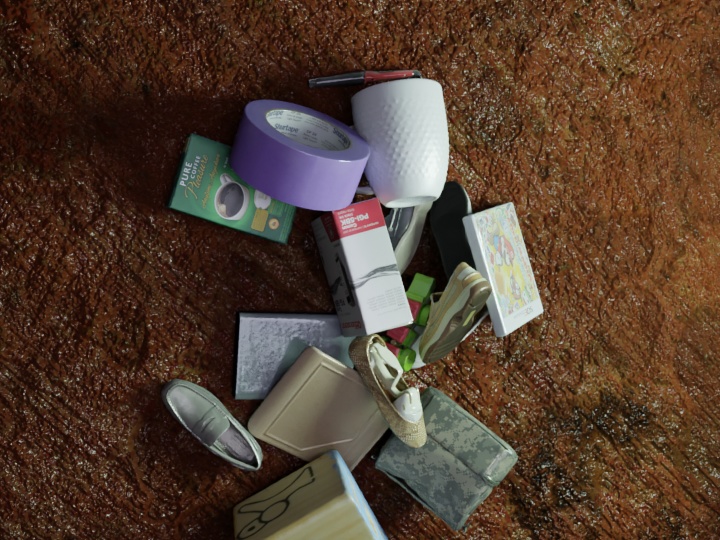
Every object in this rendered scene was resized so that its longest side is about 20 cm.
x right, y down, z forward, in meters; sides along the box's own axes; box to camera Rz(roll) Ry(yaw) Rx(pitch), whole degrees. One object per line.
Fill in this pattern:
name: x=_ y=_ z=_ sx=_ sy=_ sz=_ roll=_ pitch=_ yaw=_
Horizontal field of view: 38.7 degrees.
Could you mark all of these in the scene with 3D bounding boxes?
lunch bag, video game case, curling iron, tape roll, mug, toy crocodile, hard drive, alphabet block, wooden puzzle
lunch bag: x=0.138 y=0.311 z=1.699 sx=0.200 sy=0.139 sz=0.168 roll=38 pitch=86 yaw=14
video game case: x=0.241 y=-0.006 z=1.710 sx=0.182 sy=0.023 sz=0.202 roll=-20 pitch=93 yaw=-59
curling iron: x=0.012 y=-0.305 z=1.671 sx=0.198 sy=0.026 sz=0.050 roll=-2 pitch=93 yaw=-19
tape roll: x=-0.091 y=-0.175 z=1.543 sx=0.198 sy=0.200 sz=0.085 roll=13 pitch=117 yaw=-20
mug: x=0.045 y=-0.190 z=1.630 sx=0.198 sy=0.147 sz=0.177 roll=-11 pitch=82 yaw=24
toy crocodile: x=0.071 y=0.100 z=1.704 sx=0.201 sy=0.067 sz=0.062 roll=-65 pitch=154 yaw=-4
hard drive: x=-0.109 y=0.139 z=1.675 sx=0.198 sy=0.033 sz=0.141 roll=2 pitch=95 yaw=-19
alphabet block: x=-0.070 y=0.437 z=1.619 sx=0.199 sy=0.195 sz=0.197 roll=-29 pitch=103 yaw=-1
wooden puzzle: x=-0.056 y=0.232 z=1.675 sx=0.199 sy=0.037 sz=0.185 roll=32 pitch=107 yaw=-22

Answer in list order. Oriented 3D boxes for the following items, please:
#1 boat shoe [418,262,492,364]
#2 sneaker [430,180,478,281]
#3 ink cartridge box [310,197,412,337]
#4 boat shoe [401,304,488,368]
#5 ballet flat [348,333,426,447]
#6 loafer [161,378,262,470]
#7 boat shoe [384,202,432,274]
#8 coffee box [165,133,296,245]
boat shoe: x=0.141 y=0.066 z=1.654 sx=0.071 sy=0.076 sz=0.201 roll=-13 pitch=145 yaw=-43
sneaker: x=0.183 y=-0.044 z=1.734 sx=0.083 sy=0.121 sz=0.202 roll=-17 pitch=65 yaw=22
ink cartridge box: x=0.000 y=0.000 z=1.620 sx=0.082 sy=0.147 sz=0.202 roll=-16 pitch=89 yaw=-16
boat shoe: x=0.151 y=0.097 z=1.740 sx=0.199 sy=0.070 sz=0.071 roll=-36 pitch=105 yaw=-11
ballet flat: x=0.052 y=0.187 z=1.621 sx=0.070 sy=0.065 sz=0.201 roll=-31 pitch=83 yaw=-46
loafer: x=-0.231 y=0.245 z=1.623 sx=0.200 sy=0.070 sz=0.070 roll=41 pitch=83 yaw=-18
boat shoe: x=0.067 y=-0.077 z=1.711 sx=0.062 sy=0.073 sz=0.201 roll=23 pitch=94 yaw=23
coffee box: x=-0.194 y=-0.126 z=1.609 sx=0.199 sy=0.044 sz=0.124 roll=16 pitch=88 yaw=-21
